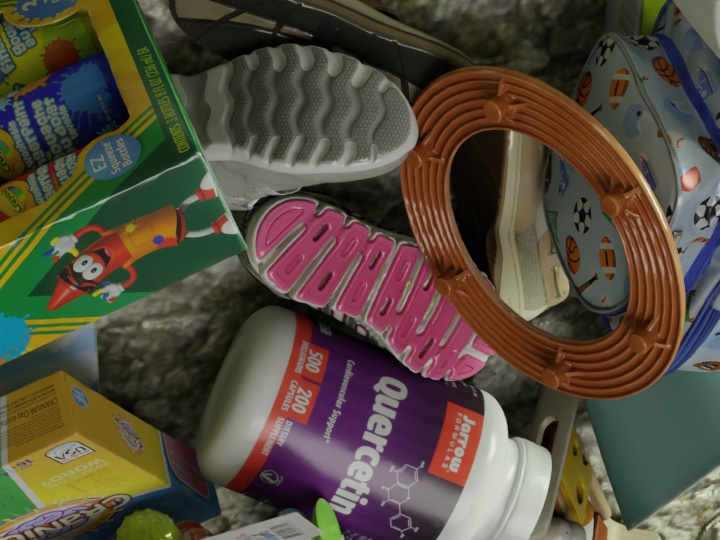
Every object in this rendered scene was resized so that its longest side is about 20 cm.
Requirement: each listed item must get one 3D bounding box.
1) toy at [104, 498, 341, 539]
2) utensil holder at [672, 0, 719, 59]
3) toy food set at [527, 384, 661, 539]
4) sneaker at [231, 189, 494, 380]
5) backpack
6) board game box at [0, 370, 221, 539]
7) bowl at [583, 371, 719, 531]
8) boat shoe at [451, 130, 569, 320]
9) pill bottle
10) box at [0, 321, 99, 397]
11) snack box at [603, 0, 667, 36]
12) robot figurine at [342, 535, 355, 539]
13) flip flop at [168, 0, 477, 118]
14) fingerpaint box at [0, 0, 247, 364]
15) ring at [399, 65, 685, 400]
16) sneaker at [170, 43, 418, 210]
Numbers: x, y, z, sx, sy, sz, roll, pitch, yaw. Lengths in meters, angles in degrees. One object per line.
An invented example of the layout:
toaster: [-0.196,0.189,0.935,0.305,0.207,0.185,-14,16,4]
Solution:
toy: [-0.106,0.166,1.482,0.199,0.047,0.115,-13,154,19]
utensil holder: [0.217,-0.205,1.313,0.169,0.200,0.171,-12,131,-14]
toy food set: [0.152,0.172,1.633,0.060,0.144,0.200,-2,137,23]
sneaker: [0.000,0.000,1.475,0.199,0.087,0.074,26,94,-35]
backpack: [0.189,-0.035,1.390,0.153,0.201,0.191,0,134,-13]
board game box: [-0.189,0.130,1.467,0.152,0.040,0.200,-24,155,13]
bowl: [0.217,0.061,1.569,0.200,0.105,0.201,-35,171,-6]
boat shoe: [0.096,-0.045,1.489,0.065,0.072,0.201,-19,138,-14]
pill bottle: [0.009,0.105,1.509,0.199,0.113,0.113,22,119,-11]
box: [-0.212,0.030,1.436,0.121,0.048,0.201,-10,132,-14]
snack box: [0.213,-0.102,1.497,0.141,0.053,0.201,-8,130,-14]
robot figurine: [0.009,0.207,1.627,0.200,0.125,0.150,-37,102,10]
flip flop: [-0.013,-0.128,1.384,0.199,0.058,0.081,24,134,-19]
fingerpaint box: [-0.168,-0.058,1.277,0.166,0.200,0.074,-25,132,0]
ring: [0.091,-0.016,1.354,0.019,0.200,0.201,-35,141,-34]
sneaker: [-0.059,-0.072,1.374,0.199,0.075,0.082,1,154,22]
